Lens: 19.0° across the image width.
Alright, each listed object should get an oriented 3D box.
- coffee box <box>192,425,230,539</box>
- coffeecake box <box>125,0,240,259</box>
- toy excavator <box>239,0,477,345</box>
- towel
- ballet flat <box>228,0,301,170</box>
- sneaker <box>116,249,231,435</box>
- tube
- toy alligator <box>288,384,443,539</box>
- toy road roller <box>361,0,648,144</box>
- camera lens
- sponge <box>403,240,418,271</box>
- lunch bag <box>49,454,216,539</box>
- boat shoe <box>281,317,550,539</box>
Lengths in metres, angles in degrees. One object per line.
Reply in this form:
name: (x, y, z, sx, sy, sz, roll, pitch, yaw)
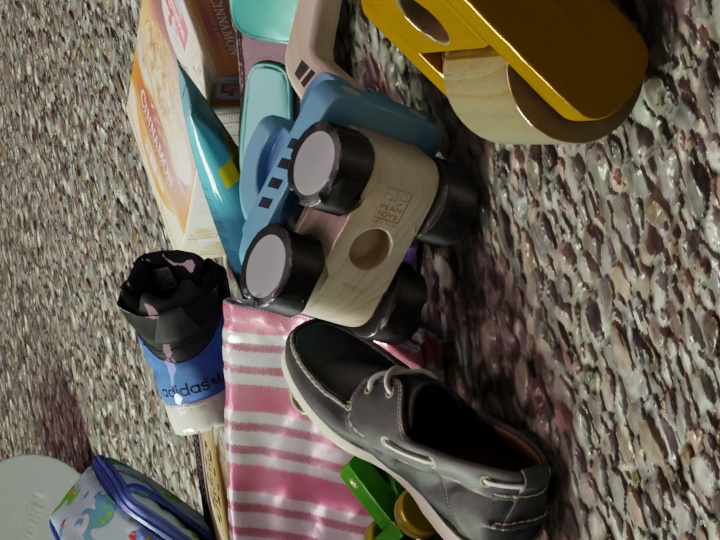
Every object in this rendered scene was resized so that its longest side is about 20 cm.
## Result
coffee box: (-0.062, 0.139, 1.471, 0.200, 0.079, 0.114, -148, 50, -75)
coffeecake box: (-0.104, -0.129, 1.516, 0.200, 0.073, 0.154, 107, 149, -51)
toy excavator: (-0.018, -0.084, 1.223, 0.195, 0.100, 0.200, -63, 37, 17)
towel: (-0.021, 0.120, 1.311, 0.146, 0.030, 0.201, 9, 109, 25)
ballet flat: (-0.045, -0.143, 1.347, 0.068, 0.075, 0.201, 13, 117, 25)
sneaker: (-0.113, 0.032, 1.461, 0.200, 0.076, 0.112, -81, -26, -77)
tube: (-0.079, -0.039, 1.412, 0.201, 0.050, 0.077, 66, 177, -31)
toy alligator: (0.031, 0.137, 1.243, 0.200, 0.054, 0.059, 58, 147, 12)
toy road roller: (0.067, -0.166, 0.986, 0.200, 0.146, 0.123, 46, 168, -17)
camera lens: (-0.366, 0.299, 2.329, 0.200, 0.159, 0.161, 120, 137, -62)
sponge: (0.000, 0.000, 1.343, 0.112, 0.030, 0.201, -122, 29, -48)
lunch bag: (-0.129, 0.226, 1.585, 0.200, 0.083, 0.161, 39, 178, -16)
boat shoe: (0.031, 0.078, 1.191, 0.200, 0.072, 0.068, 39, 140, 35)
